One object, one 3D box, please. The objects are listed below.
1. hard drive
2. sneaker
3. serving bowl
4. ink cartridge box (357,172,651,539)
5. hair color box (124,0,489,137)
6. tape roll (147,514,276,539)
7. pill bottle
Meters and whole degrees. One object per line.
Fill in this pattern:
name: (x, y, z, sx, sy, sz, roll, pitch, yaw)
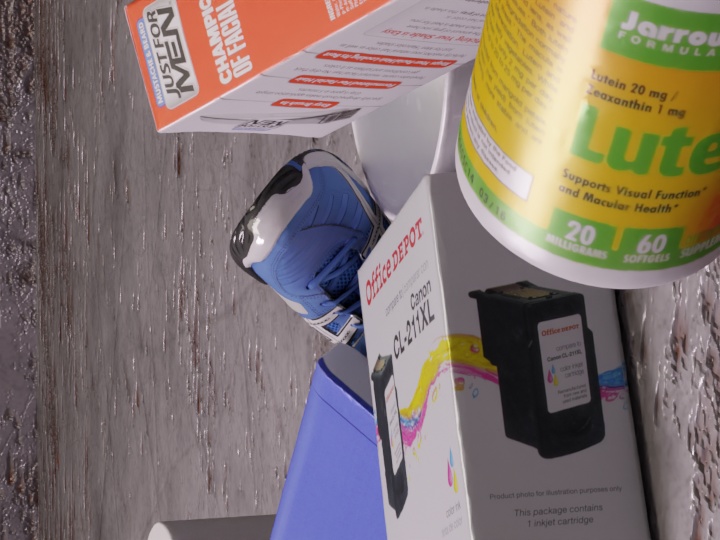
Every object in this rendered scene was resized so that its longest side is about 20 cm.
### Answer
hard drive: (0.015, 0.142, 1.244, 0.132, 0.025, 0.201, 39, 144, 19)
sneaker: (0.000, 0.000, 1.204, 0.077, 0.076, 0.200, 39, -177, 26)
serving bowl: (0.045, -0.124, 1.145, 0.200, 0.065, 0.202, 178, 90, -76)
ink cartridge box: (0.061, 0.070, 1.075, 0.146, 0.082, 0.202, 125, 140, -68)
hair color box: (0.011, -0.119, 0.993, 0.199, 0.111, 0.064, -26, 75, 37)
tape roll: (-0.048, 0.245, 1.425, 0.203, 0.138, 0.204, 177, 90, -76)
pill bottle: (0.102, -0.100, 0.826, 0.201, 0.110, 0.112, 102, 160, -45)
